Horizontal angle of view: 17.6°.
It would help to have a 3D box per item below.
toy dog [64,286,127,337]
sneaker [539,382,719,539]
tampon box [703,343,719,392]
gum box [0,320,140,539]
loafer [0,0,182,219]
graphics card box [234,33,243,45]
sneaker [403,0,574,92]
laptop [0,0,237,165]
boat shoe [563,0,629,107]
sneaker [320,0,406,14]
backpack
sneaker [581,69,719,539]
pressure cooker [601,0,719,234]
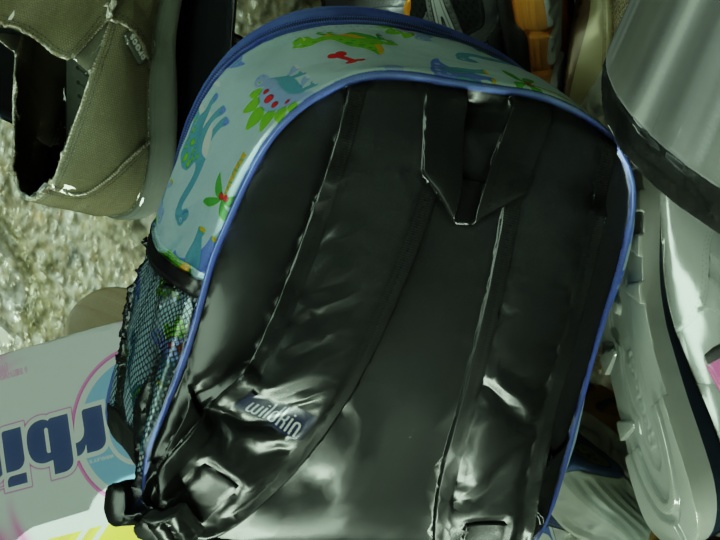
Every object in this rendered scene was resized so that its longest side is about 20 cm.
[{"bbox_3d":[-0.073,0.093,1.182,0.132,0.096,0.200,92,154,-80],"label":"toy dog"},{"bbox_3d":[0.124,0.130,0.958,0.200,0.075,0.088,48,135,44],"label":"sneaker"},{"bbox_3d":[0.216,0.079,0.762,0.126,0.200,0.150,-32,67,10],"label":"tampon box"},{"bbox_3d":[-0.084,0.080,1.093,0.200,0.066,0.114,-16,74,21],"label":"gum box"},{"bbox_3d":[-0.118,-0.114,0.983,0.075,0.070,0.200,13,111,46],"label":"loafer"},{"bbox_3d":[-0.037,-0.052,1.095,0.200,0.125,0.051,44,104,35],"label":"graphics card box"},{"bbox_3d":[0.052,-0.090,0.990,0.077,0.078,0.200,5,128,14],"label":"sneaker"},{"bbox_3d":[-0.077,-0.154,1.064,0.187,0.200,0.116,25,152,42],"label":"laptop"},{"bbox_3d":[0.129,-0.127,0.964,0.072,0.072,0.200,9,101,15],"label":"boat shoe"},{"bbox_3d":[0.048,-0.137,1.040,0.200,0.078,0.140,-10,90,56],"label":"sneaker"},{"bbox_3d":[0.000,0.000,0.915,0.147,0.183,0.200,-125,49,-59],"label":"backpack"},{"bbox_3d":[0.137,0.008,0.925,0.076,0.080,0.200,141,120,-75],"label":"sneaker"},{"bbox_3d":[0.191,-0.111,0.809,0.179,0.176,0.200,49,127,40],"label":"pressure cooker"}]
